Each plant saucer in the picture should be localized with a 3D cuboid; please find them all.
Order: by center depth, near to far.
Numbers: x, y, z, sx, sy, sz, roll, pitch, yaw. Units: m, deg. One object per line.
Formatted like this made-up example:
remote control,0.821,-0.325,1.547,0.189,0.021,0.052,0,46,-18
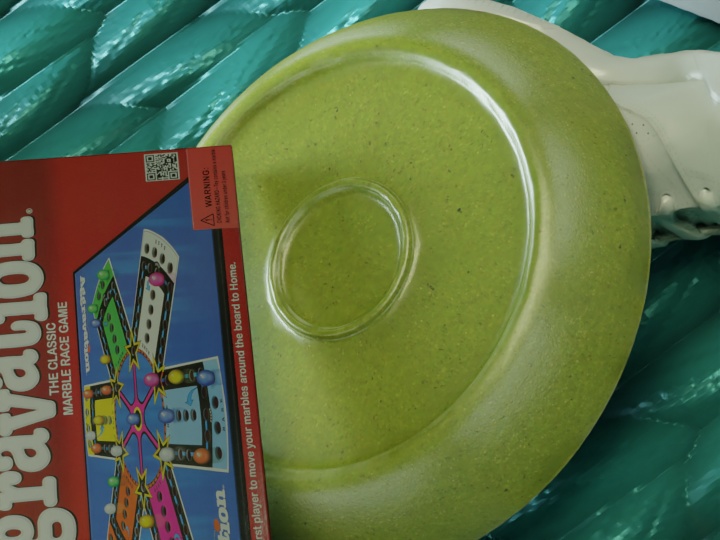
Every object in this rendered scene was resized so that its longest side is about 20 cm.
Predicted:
plant saucer,0.000,0.000,0.840,0.199,0.031,0.201,-13,64,29

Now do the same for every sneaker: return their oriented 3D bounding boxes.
sneaker,0.090,-0.028,0.852,0.200,0.075,0.089,16,73,35

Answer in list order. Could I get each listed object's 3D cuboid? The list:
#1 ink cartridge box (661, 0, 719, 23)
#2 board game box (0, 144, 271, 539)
ink cartridge box,0.063,-0.187,0.908,0.200,0.146,0.084,26,70,30
board game box,-0.083,0.050,0.799,0.103,0.019,0.201,-5,58,-4
